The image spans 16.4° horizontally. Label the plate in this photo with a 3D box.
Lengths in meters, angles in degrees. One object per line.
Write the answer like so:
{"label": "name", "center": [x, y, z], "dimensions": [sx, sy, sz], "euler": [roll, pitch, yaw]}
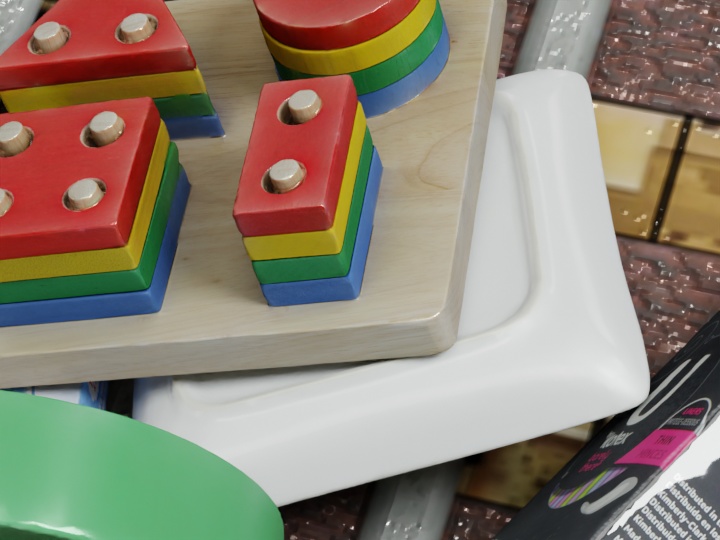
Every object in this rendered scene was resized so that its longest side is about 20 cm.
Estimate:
{"label": "plate", "center": [0.000, 0.000, 0.958], "dimensions": [0.199, 0.032, 0.200], "euler": [-16, 40, 10]}

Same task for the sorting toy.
{"label": "sorting toy", "center": [-0.057, -0.057, 0.955], "dimensions": [0.199, 0.070, 0.199], "euler": [-5, 44, 17]}

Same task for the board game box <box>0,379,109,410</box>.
{"label": "board game box", "center": [-0.173, 0.019, 0.996], "dimensions": [0.151, 0.037, 0.200], "euler": [-5, 46, 7]}

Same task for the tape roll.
{"label": "tape roll", "center": [-0.127, 0.103, 0.874], "dimensions": [0.200, 0.201, 0.048], "euler": [0, 63, 11]}

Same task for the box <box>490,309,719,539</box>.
{"label": "box", "center": [0.152, 0.071, 0.866], "dimensions": [0.200, 0.122, 0.106], "euler": [-43, 94, -14]}
